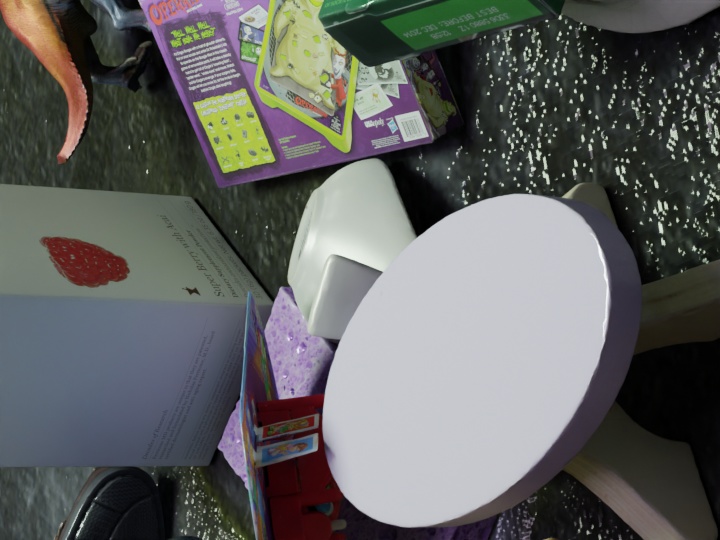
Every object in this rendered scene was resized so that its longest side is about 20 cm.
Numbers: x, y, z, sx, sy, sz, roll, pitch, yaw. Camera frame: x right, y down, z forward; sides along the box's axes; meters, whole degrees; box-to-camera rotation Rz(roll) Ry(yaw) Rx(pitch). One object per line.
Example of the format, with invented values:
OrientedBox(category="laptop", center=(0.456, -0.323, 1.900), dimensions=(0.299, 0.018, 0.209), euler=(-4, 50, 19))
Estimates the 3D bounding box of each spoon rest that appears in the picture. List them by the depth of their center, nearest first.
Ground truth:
OrientedBox(category="spoon rest", center=(0.000, 0.000, 1.169), dimensions=(0.200, 0.061, 0.099), euler=(-105, 32, -77))

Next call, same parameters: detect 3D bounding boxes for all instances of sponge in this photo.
OrientedBox(category="sponge", center=(-0.007, 0.110, 1.231), dimensions=(0.200, 0.030, 0.112), euler=(50, 126, 42))

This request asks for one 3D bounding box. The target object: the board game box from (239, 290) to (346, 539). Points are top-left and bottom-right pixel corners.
OrientedBox(category="board game box", center=(-0.025, 0.105, 1.144), dimensions=(0.200, 0.039, 0.158), euler=(-91, -9, -65))

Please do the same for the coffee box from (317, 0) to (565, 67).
OrientedBox(category="coffee box", center=(0.064, -0.194, 1.063), dimensions=(0.123, 0.044, 0.200), euler=(-11, 51, 44))

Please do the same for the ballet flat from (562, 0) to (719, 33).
OrientedBox(category="ballet flat", center=(0.096, -0.149, 1.080), dimensions=(0.200, 0.069, 0.070), euler=(13, 98, 53))

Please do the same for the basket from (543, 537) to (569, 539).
OrientedBox(category="basket", center=(0.072, 0.210, 0.965), dimensions=(0.143, 0.200, 0.149), euler=(46, 123, 36))

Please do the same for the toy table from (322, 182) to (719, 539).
OrientedBox(category="toy table", center=(0.086, 0.042, 1.037), dimensions=(0.200, 0.117, 0.184), euler=(-26, 67, 49))

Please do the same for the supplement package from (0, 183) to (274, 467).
OrientedBox(category="supplement package", center=(-0.174, 0.031, 1.319), dimensions=(0.121, 0.200, 0.120), euler=(50, 126, 42))

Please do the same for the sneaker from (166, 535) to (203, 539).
OrientedBox(category="sneaker", center=(-0.103, 0.225, 1.287), dimensions=(0.114, 0.076, 0.200), euler=(61, 156, 26))

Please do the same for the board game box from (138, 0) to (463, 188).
OrientedBox(category="board game box", center=(-0.036, -0.114, 1.248), dimensions=(0.200, 0.032, 0.120), euler=(-8, 112, 52))

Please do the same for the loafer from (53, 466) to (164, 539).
OrientedBox(category="loafer", center=(-0.168, 0.211, 1.410), dimensions=(0.063, 0.072, 0.200), euler=(20, 105, 59))

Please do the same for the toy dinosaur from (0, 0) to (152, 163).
OrientedBox(category="toy dinosaur", center=(-0.203, -0.188, 1.415), dimensions=(0.181, 0.200, 0.105), euler=(27, 130, 5))
